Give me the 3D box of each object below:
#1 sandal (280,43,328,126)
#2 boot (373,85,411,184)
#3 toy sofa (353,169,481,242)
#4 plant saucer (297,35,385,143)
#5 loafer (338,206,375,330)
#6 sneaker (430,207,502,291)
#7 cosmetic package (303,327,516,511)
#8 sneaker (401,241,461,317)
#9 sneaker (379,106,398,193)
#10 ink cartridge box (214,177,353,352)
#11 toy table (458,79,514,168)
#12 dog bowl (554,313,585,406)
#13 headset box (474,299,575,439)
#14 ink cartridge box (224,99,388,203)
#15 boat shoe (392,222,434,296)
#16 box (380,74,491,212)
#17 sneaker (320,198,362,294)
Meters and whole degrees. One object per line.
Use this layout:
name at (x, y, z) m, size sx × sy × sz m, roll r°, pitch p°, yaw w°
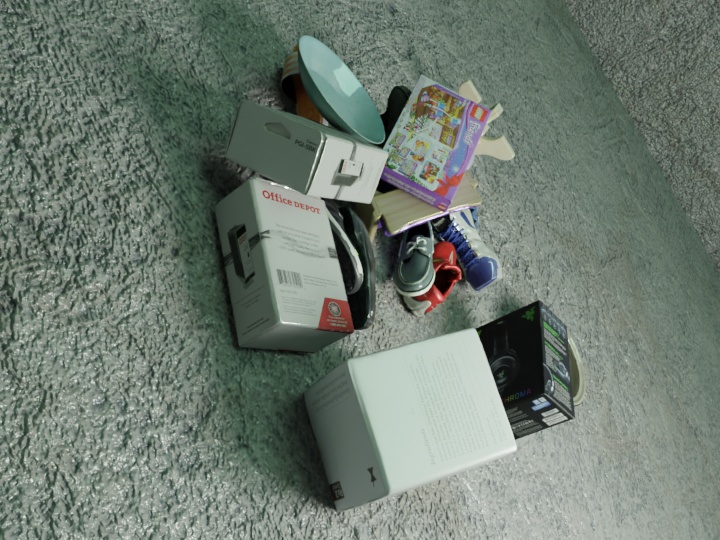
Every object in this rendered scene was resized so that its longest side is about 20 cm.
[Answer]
sandal at (-0.092, -0.296, 1.346) m, size 0.059 × 0.078 × 0.211 m, roll 22°, pitch 52°, yaw -47°
boot at (0.014, -0.218, 1.388) m, size 0.196 × 0.073 × 0.185 m, roll -11°, pitch 72°, yaw -22°
toy sofa at (0.095, -0.105, 1.368) m, size 0.197 × 0.083 × 0.099 m, roll -20°, pitch 68°, yaw -21°
plant saucer at (-0.039, -0.268, 1.286) m, size 0.201 × 0.038 × 0.203 m, roll 43°, pitch 25°, yaw -25°
loafer at (0.000, 0.000, 1.275) m, size 0.072 × 0.072 × 0.204 m, roll 26°, pitch 49°, yaw -47°
sneaker at (0.181, -0.059, 1.561) m, size 0.114 × 0.080 × 0.203 m, roll 11°, pitch 52°, yaw -45°
cosmetic package at (0.059, 0.193, 1.076) m, size 0.196 × 0.165 × 0.168 m, roll -10°, pitch 73°, yaw -28°
sneaker at (0.142, 0.010, 1.444) m, size 0.077 × 0.084 × 0.201 m, roll 52°, pitch 35°, yaw -16°
sneaker at (0.045, -0.210, 1.478) m, size 0.111 × 0.076 × 0.202 m, roll 40°, pitch 47°, yaw -18°
ink cartridge box at (-0.102, -0.003, 1.111) m, size 0.145 × 0.082 × 0.204 m, roll 12°, pitch 57°, yaw -48°
toy table at (0.227, -0.287, 1.738) m, size 0.184 × 0.116 × 0.201 m, roll 49°, pitch 35°, yaw -20°
dog bowl at (0.358, 0.179, 1.630) m, size 0.199 × 0.073 × 0.203 m, roll 33°, pitch 43°, yaw -36°
headset box at (0.261, 0.171, 1.413) m, size 0.092 × 0.172 × 0.203 m, roll 38°, pitch 41°, yaw -31°
ink cartridge box at (-0.071, -0.160, 1.152) m, size 0.145 × 0.084 × 0.199 m, roll 26°, pitch 12°, yaw 23°
boat shoe at (0.089, -0.035, 1.401) m, size 0.202 × 0.071 × 0.063 m, roll -77°, pitch 160°, yaw -53°
box at (0.118, -0.208, 1.353) m, size 0.135 × 0.039 × 0.202 m, roll 27°, pitch 62°, yaw 1°
sneaker at (-0.042, -0.062, 1.238) m, size 0.082 × 0.071 × 0.202 m, roll -16°, pitch 72°, yaw -52°
